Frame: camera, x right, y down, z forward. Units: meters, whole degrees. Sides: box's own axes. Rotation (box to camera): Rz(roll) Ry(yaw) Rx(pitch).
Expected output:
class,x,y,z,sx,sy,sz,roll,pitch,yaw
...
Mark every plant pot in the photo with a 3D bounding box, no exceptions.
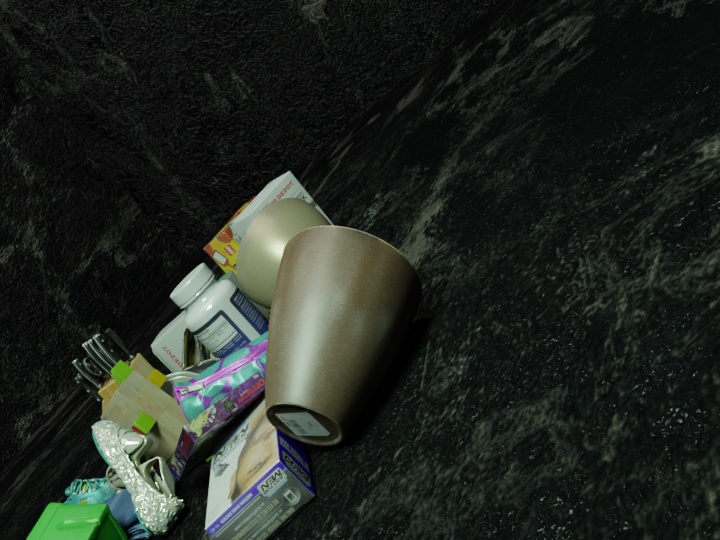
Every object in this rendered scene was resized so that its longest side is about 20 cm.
class,x,y,z,sx,sy,sz,roll,pitch,yaw
plant pot,-0.099,-0.006,1.188,0.133,0.202,0.201,29,68,36
plant pot,-0.036,0.089,0.792,0.185,0.186,0.204,-26,36,45

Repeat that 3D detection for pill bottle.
class,x,y,z,sx,sy,sz,roll,pitch,yaw
pill bottle,-0.235,0.089,1.188,0.110,0.201,0.112,-37,16,12

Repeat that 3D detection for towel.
class,x,y,z,sx,sy,sz,roll,pitch,yaw
towel,-0.360,0.377,1.035,0.198,0.049,0.112,-35,17,29

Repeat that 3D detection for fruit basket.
class,x,y,z,sx,sy,sz,roll,pitch,yaw
fruit basket,-0.415,0.428,0.887,0.211,0.159,0.217,-21,19,8

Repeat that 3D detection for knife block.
class,x,y,z,sx,sy,sz,roll,pitch,yaw
knife block,-0.373,0.186,1.133,0.064,0.194,0.180,-82,1,-65

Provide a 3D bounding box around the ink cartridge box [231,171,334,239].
class,x,y,z,sx,sy,sz,roll,pitch,yaw
ink cartridge box,-0.137,-0.070,1.363,0.082,0.201,0.148,-19,27,51

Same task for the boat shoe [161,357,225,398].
class,x,y,z,sx,sy,sz,roll,pitch,yaw
boat shoe,-0.250,0.182,1.121,0.194,0.076,0.060,-15,15,-3

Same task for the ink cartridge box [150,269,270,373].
class,x,y,z,sx,sy,sz,roll,pitch,yaw
ink cartridge box,-0.280,0.124,1.311,0.199,0.146,0.088,-40,14,10

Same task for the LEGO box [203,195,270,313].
class,x,y,z,sx,sy,sz,roll,pitch,yaw
LEGO box,-0.208,-0.028,1.427,0.076,0.201,0.150,-29,20,36

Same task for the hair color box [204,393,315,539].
class,x,y,z,sx,sy,sz,roll,pitch,yaw
hair color box,-0.119,0.229,0.797,0.109,0.065,0.200,-42,17,1

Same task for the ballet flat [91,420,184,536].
class,x,y,z,sx,sy,sz,roll,pitch,yaw
ballet flat,-0.307,0.277,0.962,0.071,0.200,0.073,-32,-29,-21

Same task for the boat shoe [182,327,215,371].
class,x,y,z,sx,sy,sz,roll,pitch,yaw
boat shoe,-0.287,0.189,1.186,0.073,0.064,0.203,-39,43,27

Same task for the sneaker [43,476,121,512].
class,x,y,z,sx,sy,sz,roll,pitch,yaw
sneaker,-0.481,0.403,1.206,0.199,0.080,0.078,-40,15,8

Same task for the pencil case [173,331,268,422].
class,x,y,z,sx,sy,sz,roll,pitch,yaw
pencil case,-0.181,0.160,1.018,0.197,0.093,0.086,-31,56,0

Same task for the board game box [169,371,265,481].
class,x,y,z,sx,sy,sz,roll,pitch,yaw
board game box,-0.193,0.213,0.913,0.120,0.032,0.201,-40,-10,-33

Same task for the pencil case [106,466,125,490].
class,x,y,z,sx,sy,sz,roll,pitch,yaw
pencil case,-0.370,0.298,1.208,0.088,0.079,0.201,-23,21,18

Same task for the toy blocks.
class,x,y,z,sx,sy,sz,roll,pitch,yaw
toy blocks,-0.331,0.254,1.069,0.137,0.198,0.101,-49,7,34
